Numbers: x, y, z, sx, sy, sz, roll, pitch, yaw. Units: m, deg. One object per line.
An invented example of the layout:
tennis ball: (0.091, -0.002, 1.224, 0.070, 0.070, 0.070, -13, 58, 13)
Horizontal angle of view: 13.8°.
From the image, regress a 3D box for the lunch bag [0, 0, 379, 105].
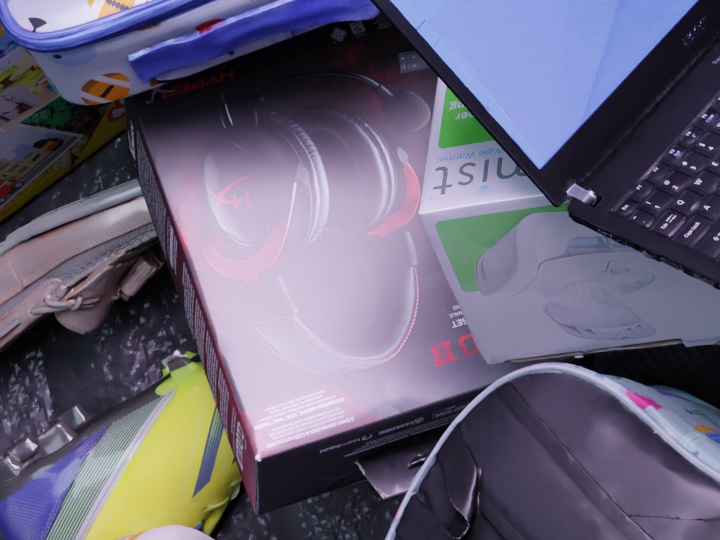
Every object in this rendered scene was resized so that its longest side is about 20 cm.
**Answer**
lunch bag: (-0.056, -0.157, 1.198, 0.199, 0.076, 0.161, -20, 57, 9)

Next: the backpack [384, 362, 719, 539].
backpack: (0.108, 0.136, 1.149, 0.200, 0.150, 0.178, 38, 106, 32)

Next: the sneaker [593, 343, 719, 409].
sneaker: (0.188, 0.003, 1.187, 0.199, 0.074, 0.089, -12, 58, 25)

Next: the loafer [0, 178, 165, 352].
loafer: (-0.141, 0.008, 1.373, 0.200, 0.072, 0.063, -22, 87, 31)

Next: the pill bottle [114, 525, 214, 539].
pill bottle: (-0.145, 0.190, 1.304, 0.199, 0.116, 0.117, -18, 72, 25)

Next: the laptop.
laptop: (0.133, -0.100, 1.040, 0.200, 0.103, 0.177, 27, 66, 40)

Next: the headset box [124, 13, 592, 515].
headset box: (0.000, 0.000, 1.248, 0.148, 0.075, 0.201, -17, 69, -9)

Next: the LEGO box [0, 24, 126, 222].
LEGO box: (-0.180, -0.095, 1.360, 0.200, 0.149, 0.077, -35, 65, 19)

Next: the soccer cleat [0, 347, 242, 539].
soccer cleat: (-0.073, 0.080, 1.329, 0.200, 0.065, 0.084, -28, 97, 18)

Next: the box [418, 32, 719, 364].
box: (0.136, -0.066, 1.152, 0.199, 0.097, 0.177, -7, 46, 19)
